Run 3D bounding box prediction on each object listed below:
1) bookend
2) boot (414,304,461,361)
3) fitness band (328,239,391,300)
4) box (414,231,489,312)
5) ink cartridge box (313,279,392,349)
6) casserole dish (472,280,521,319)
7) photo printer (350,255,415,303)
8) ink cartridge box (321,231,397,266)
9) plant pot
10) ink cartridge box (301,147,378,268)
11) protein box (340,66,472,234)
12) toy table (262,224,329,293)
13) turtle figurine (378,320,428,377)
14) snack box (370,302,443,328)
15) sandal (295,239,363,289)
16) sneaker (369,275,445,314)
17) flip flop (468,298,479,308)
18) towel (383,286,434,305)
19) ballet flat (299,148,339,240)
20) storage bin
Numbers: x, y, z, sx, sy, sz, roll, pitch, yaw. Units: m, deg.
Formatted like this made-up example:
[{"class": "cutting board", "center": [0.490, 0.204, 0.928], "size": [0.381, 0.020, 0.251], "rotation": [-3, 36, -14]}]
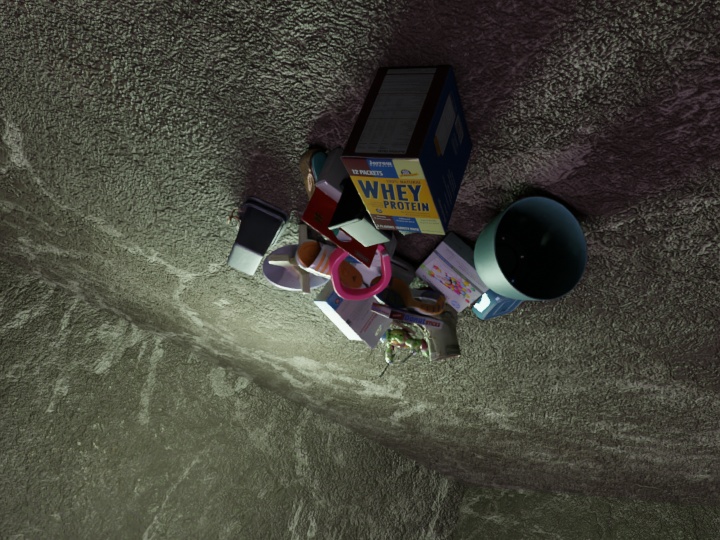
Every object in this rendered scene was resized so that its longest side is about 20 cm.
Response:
[{"class": "bookend", "center": [0.064, -0.122, 1.227], "size": [0.199, 0.200, 0.092], "rotation": [37, 150, -30]}, {"class": "boot", "center": [0.184, 0.171, 1.692], "size": [0.200, 0.155, 0.072], "rotation": [2, 164, -21]}, {"class": "fitness band", "center": [0.000, 0.000, 1.437], "size": [0.143, 0.037, 0.200], "rotation": [-16, 143, -5]}, {"class": "box", "center": [0.230, 0.008, 1.486], "size": [0.156, 0.041, 0.200], "rotation": [42, 155, 3]}, {"class": "ink cartridge box", "center": [-0.017, 0.106, 1.640], "size": [0.200, 0.116, 0.067], "rotation": [49, 151, -24]}, {"class": "casserole dish", "center": [0.347, 0.073, 1.500], "size": [0.121, 0.039, 0.200], "rotation": [-15, 160, -12]}, {"class": "photo printer", "center": [0.050, 0.012, 1.645], "size": [0.166, 0.070, 0.200], "rotation": [23, 154, -7]}, {"class": "ink cartridge box", "center": [-0.013, -0.101, 1.457], "size": [0.146, 0.086, 0.200], "rotation": [8, 153, 24]}, {"class": "plant pot", "center": [0.322, -0.033, 1.235], "size": [0.200, 0.201, 0.161], "rotation": [26, 167, -11]}, {"class": "ink cartridge box", "center": [-0.011, -0.130, 1.293], "size": [0.200, 0.174, 0.044], "rotation": [35, 150, -28]}, {"class": "protein box", "center": [0.088, -0.202, 1.051], "size": [0.135, 0.200, 0.199], "rotation": [7, 151, 26]}, {"class": "toy table", "center": [-0.157, -0.018, 1.629], "size": [0.200, 0.184, 0.117], "rotation": [-13, 169, -14]}, {"class": "turtle figurine", "center": [0.149, 0.266, 1.951], "size": [0.194, 0.200, 0.144], "rotation": [7, 128, -25]}, {"class": "snack box", "center": [0.121, 0.116, 1.567], "size": [0.200, 0.024, 0.072], "rotation": [15, -176, -41]}, {"class": "sandal", "center": [-0.060, -0.017, 1.479], "size": [0.206, 0.079, 0.059], "rotation": [27, 156, -32]}, {"class": "sneaker", "center": [0.113, 0.073, 1.569], "size": [0.200, 0.075, 0.088], "rotation": [21, 167, -7]}, {"class": "flip flop", "center": [0.303, 0.068, 1.582], "size": [0.081, 0.058, 0.200], "rotation": [30, 150, -29]}, {"class": "towel", "center": [0.121, 0.095, 1.717], "size": [0.144, 0.023, 0.200], "rotation": [-13, 163, -20]}, {"class": "ballet flat", "center": [-0.090, -0.165, 1.332], "size": [0.071, 0.071, 0.200], "rotation": [3, 114, 32]}, {"class": "storage bin", "center": [-0.293, -0.085, 1.632], "size": [0.145, 0.134, 0.200], "rotation": [25, 153, -10]}]
